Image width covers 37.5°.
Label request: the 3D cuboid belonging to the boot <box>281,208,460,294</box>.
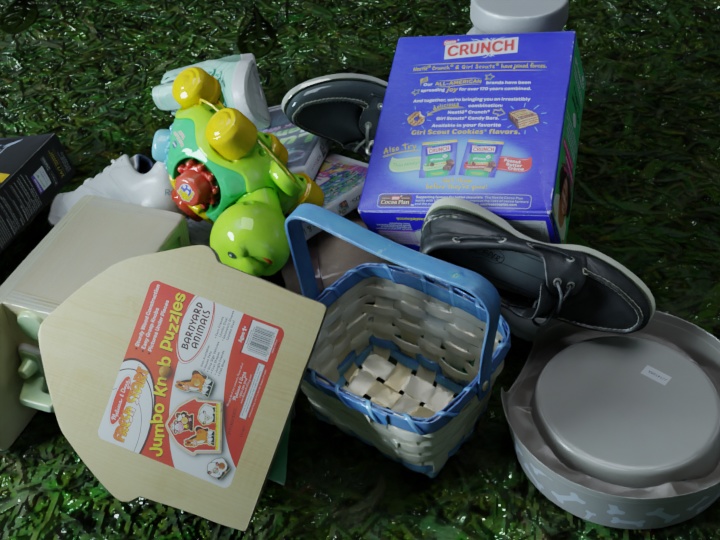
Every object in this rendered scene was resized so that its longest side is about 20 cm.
[{"bbox_3d":[0.000,0.000,0.986,0.146,0.070,0.200,-16,38,-9],"label":"boot"}]

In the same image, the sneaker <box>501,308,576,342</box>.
[{"bbox_3d":[0.152,-0.021,0.968,0.078,0.100,0.200,-8,41,-4],"label":"sneaker"}]

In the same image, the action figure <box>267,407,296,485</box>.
[{"bbox_3d":[-0.090,0.098,0.886,0.118,0.055,0.200,5,46,13],"label":"action figure"}]

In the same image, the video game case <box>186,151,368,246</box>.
[{"bbox_3d":[-0.097,-0.065,1.041,0.182,0.024,0.200,-34,31,-23],"label":"video game case"}]

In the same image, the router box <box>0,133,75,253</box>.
[{"bbox_3d":[-0.412,-0.069,1.067,0.199,0.052,0.157,-1,39,27],"label":"router box"}]

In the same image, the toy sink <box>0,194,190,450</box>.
[{"bbox_3d":[-0.224,0.053,0.891,0.112,0.131,0.200,12,43,17],"label":"toy sink"}]

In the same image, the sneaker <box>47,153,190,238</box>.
[{"bbox_3d":[-0.230,-0.068,1.027,0.200,0.087,0.074,4,-3,39],"label":"sneaker"}]

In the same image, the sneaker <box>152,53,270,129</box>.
[{"bbox_3d":[-0.161,-0.181,1.127,0.118,0.074,0.200,-15,18,-3],"label":"sneaker"}]

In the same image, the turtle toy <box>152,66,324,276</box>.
[{"bbox_3d":[-0.110,-0.075,0.918,0.101,0.146,0.200,-43,48,5],"label":"turtle toy"}]

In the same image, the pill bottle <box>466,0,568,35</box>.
[{"bbox_3d":[0.158,-0.190,1.083,0.116,0.200,0.117,-3,41,2],"label":"pill bottle"}]

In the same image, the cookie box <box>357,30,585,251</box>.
[{"bbox_3d":[0.105,-0.114,0.946,0.171,0.075,0.201,2,60,20],"label":"cookie box"}]

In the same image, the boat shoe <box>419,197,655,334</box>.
[{"bbox_3d":[0.136,0.010,0.843,0.199,0.075,0.066,29,41,2],"label":"boat shoe"}]

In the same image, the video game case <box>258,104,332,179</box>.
[{"bbox_3d":[-0.122,-0.124,1.107,0.199,0.023,0.182,-9,31,20],"label":"video game case"}]

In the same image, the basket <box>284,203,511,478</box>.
[{"bbox_3d":[0.024,0.049,0.818,0.176,0.200,0.139,26,57,26],"label":"basket"}]

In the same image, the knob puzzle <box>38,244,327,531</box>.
[{"bbox_3d":[-0.144,0.075,0.792,0.219,0.221,0.030,3,0,7],"label":"knob puzzle"}]

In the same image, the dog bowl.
[{"bbox_3d":[0.210,0.116,0.839,0.199,0.059,0.200,-2,42,2],"label":"dog bowl"}]

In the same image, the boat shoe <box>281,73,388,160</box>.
[{"bbox_3d":[0.020,-0.141,1.044,0.199,0.073,0.062,7,51,-29],"label":"boat shoe"}]
